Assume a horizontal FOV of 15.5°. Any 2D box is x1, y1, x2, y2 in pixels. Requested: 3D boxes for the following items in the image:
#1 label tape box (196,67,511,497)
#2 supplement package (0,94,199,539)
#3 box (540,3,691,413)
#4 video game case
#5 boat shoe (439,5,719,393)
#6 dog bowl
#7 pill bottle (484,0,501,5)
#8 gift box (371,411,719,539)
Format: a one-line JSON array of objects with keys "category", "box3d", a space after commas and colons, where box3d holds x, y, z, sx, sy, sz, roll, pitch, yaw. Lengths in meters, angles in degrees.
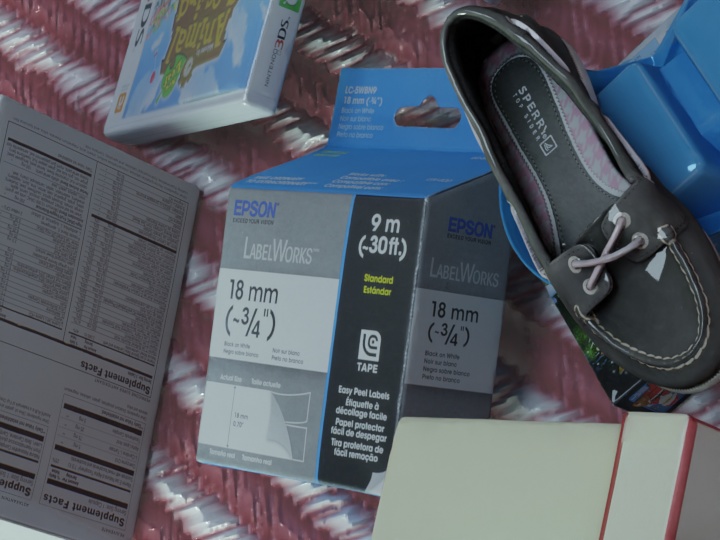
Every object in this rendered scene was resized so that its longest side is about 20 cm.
[{"category": "label tape box", "box3d": [0.000, 0.000, 1.221, 0.144, 0.063, 0.201, 5, 87, 49]}, {"category": "supplement package", "box3d": [-0.202, 0.031, 1.355, 0.151, 0.150, 0.201, -1, 73, 40]}, {"category": "box", "box3d": [0.162, -0.049, 1.151, 0.200, 0.038, 0.137, -43, 50, 20]}, {"category": "video game case", "box3d": [-0.067, -0.159, 1.351, 0.200, 0.022, 0.183, -4, 69, 65]}, {"category": "boat shoe", "box3d": [0.086, -0.032, 1.076, 0.067, 0.057, 0.200, -43, 51, 20]}, {"category": "dog bowl", "box3d": [0.148, -0.067, 1.109, 0.200, 0.050, 0.112, -44, 51, 20]}, {"category": "pill bottle", "box3d": [0.073, -0.235, 1.248, 0.114, 0.114, 0.200, 33, 96, 43]}, {"category": "gift box", "box3d": [0.116, 0.168, 1.017, 0.186, 0.184, 0.201, -4, 74, 49]}]
